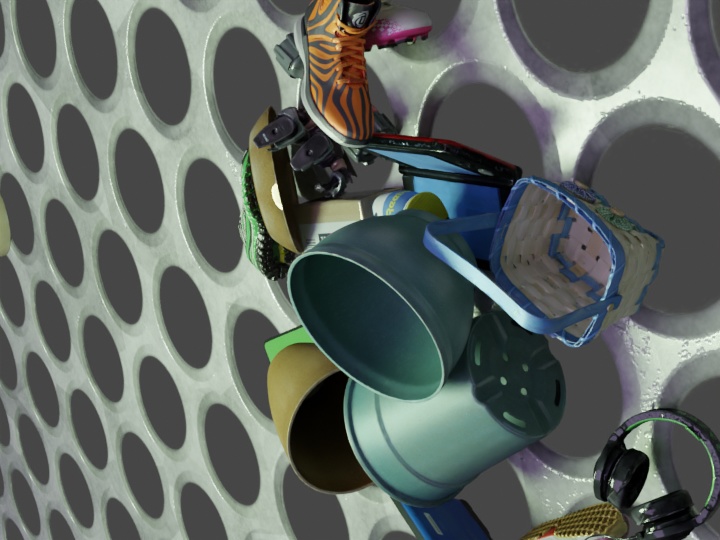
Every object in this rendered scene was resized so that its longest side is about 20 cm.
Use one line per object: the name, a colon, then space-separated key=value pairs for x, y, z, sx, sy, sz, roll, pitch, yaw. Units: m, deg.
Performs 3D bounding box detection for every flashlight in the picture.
flashlight: x=-0.037 y=-0.221 z=1.426 sx=0.200 sy=0.068 sz=0.068 roll=49 pitch=173 yaw=22

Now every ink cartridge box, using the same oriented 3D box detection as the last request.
ink cartridge box: x=0.000 y=0.000 z=1.473 sx=0.164 sy=0.075 sz=0.202 roll=-1 pitch=102 yaw=55

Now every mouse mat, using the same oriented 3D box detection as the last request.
mouse mat: x=-0.081 y=0.188 z=1.726 sx=0.161 sy=0.007 sz=0.201 roll=-24 pitch=86 yaw=55

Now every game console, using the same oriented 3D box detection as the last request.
game console: x=0.082 y=-0.079 z=1.294 sx=0.199 sy=0.172 sz=0.120 roll=13 pitch=89 yaw=50
game console: x=0.120 y=0.375 z=1.393 sx=0.119 sy=0.170 sz=0.200 roll=-68 pitch=24 yaw=11

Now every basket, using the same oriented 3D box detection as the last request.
basket: x=0.182 y=-0.011 z=1.105 sx=0.176 sy=0.199 sz=0.140 roll=42 pitch=135 yaw=36

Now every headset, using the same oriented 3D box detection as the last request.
headset: x=0.281 y=0.232 z=1.143 sx=0.123 sy=0.094 sz=0.201 roll=44 pitch=114 yaw=27

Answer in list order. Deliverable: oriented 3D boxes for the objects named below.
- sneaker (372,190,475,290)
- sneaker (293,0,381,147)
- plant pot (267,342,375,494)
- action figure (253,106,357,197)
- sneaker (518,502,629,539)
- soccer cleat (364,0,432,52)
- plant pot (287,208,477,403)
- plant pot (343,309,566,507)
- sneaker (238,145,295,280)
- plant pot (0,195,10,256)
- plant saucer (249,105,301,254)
sneaker: x=0.075 y=-0.016 z=1.314 sx=0.082 sy=0.074 sz=0.201 roll=15 pitch=140 yaw=42
sneaker: x=-0.018 y=-0.241 z=1.252 sx=0.112 sy=0.077 sz=0.201 roll=-50 pitch=51 yaw=47
plant pot: x=-0.052 y=0.179 z=1.554 sx=0.200 sy=0.185 sz=0.188 roll=34 pitch=131 yaw=58
action figure: x=-0.064 y=-0.156 z=1.424 sx=0.069 sy=0.200 sz=0.130 roll=-45 pitch=83 yaw=9
sneaker: x=0.252 y=0.327 z=1.284 sx=0.090 sy=0.075 sz=0.200 roll=59 pitch=150 yaw=5
soccer cleat: x=0.005 y=-0.302 z=1.335 sx=0.199 sy=0.070 sz=0.087 roll=5 pitch=108 yaw=53
plant pot: x=0.042 y=0.020 z=1.187 sx=0.200 sy=0.134 sz=0.201 roll=30 pitch=146 yaw=23
plant pot: x=0.118 y=0.148 z=1.293 sx=0.196 sy=0.199 sz=0.201 roll=-34 pitch=77 yaw=45
sneaker: x=-0.151 y=-0.087 z=1.638 sx=0.085 sy=0.078 sz=0.201 roll=26 pitch=125 yaw=47
plant pot: x=-0.923 y=-0.116 z=2.635 sx=0.200 sy=0.134 sz=0.202 roll=26 pitch=124 yaw=46
plant saucer: x=-0.115 y=-0.118 z=1.509 sx=0.200 sy=0.035 sz=0.202 roll=-11 pitch=-90 yaw=-86
